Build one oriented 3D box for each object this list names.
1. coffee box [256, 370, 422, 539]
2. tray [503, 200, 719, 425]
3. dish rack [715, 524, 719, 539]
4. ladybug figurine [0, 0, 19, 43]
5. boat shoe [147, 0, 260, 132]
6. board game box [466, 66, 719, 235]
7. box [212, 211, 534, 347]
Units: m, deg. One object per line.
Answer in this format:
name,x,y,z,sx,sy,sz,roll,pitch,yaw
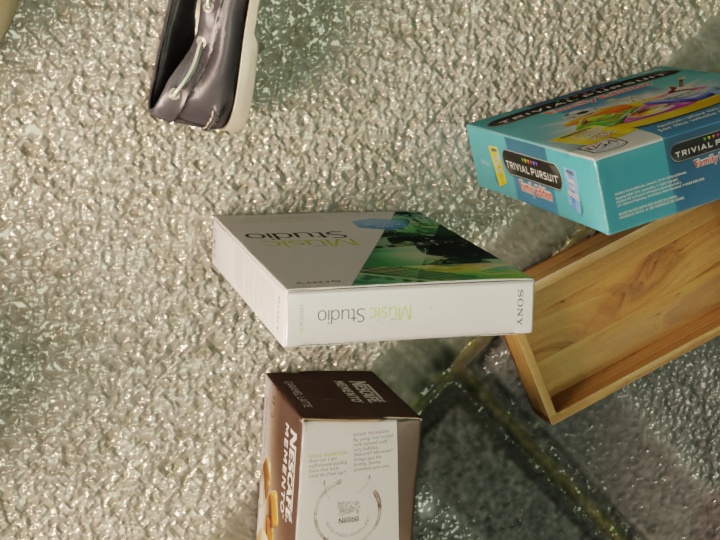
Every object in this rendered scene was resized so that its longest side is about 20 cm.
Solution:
coffee box,-0.020,0.176,0.950,0.079,0.114,0.202,1,101,-17
tray,0.195,0.016,1.025,0.199,0.037,0.099,-27,107,-11
dish rack,0.355,0.161,1.096,0.153,0.055,0.200,39,90,-19
ladybug figurine,-0.278,-0.148,0.827,0.199,0.072,0.136,-35,108,-7
boat shoe,-0.093,-0.183,0.878,0.062,0.073,0.201,0,106,-20
board game box,0.172,-0.081,0.911,0.150,0.200,0.047,-17,106,-13
box,0.000,0.000,0.875,0.143,0.200,0.037,-2,105,-17
